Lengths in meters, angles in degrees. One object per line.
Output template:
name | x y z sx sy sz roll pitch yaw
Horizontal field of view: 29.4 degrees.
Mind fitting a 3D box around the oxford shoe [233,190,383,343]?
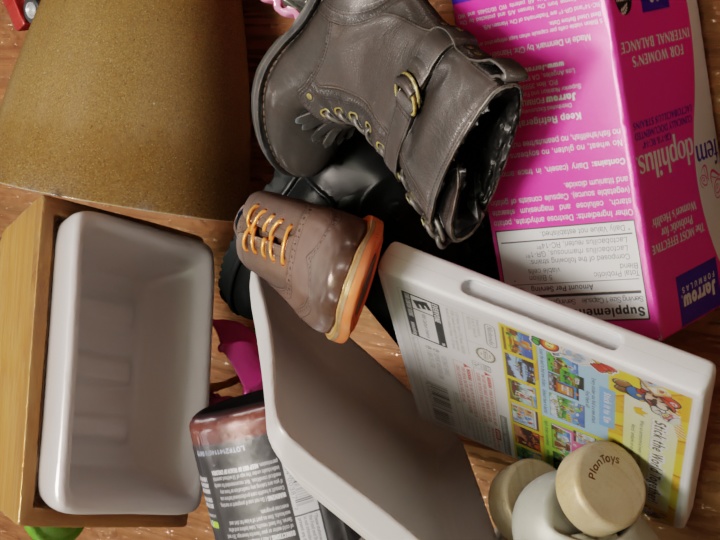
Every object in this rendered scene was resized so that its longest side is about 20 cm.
oxford shoe | -0.036 -0.007 0.775 0.200 0.072 0.072 -159 88 -78

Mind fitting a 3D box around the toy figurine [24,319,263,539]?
toy figurine | -0.141 0.106 1.006 0.182 0.202 0.150 -5 145 29

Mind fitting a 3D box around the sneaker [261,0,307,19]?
sneaker | -0.046 -0.242 0.880 0.095 0.079 0.201 -41 77 28

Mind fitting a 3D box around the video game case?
video game case | 0.105 0.069 0.771 0.180 0.023 0.201 22 156 20

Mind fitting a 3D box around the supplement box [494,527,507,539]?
supplement box | 0.084 0.277 0.884 0.125 0.073 0.201 36 117 7

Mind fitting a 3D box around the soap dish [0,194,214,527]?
soap dish | -0.171 0.065 0.901 0.080 0.157 0.203 -3 80 33

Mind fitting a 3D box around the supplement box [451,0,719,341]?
supplement box | 0.131 -0.069 0.756 0.102 0.101 0.203 -2 102 41

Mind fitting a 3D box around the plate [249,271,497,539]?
plate | 0.004 0.104 0.810 0.032 0.201 0.199 -42 114 13

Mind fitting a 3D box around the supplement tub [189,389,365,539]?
supplement tub | -0.041 0.180 0.903 0.106 0.106 0.203 -12 93 41

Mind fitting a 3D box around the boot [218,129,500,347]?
boot | 0.000 0.000 0.908 0.162 0.073 0.199 45 123 21

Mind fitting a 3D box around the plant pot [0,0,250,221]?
plant pot | -0.150 -0.148 0.939 0.185 0.185 0.203 13 95 36

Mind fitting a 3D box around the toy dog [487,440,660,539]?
toy dog | 0.143 0.187 0.761 0.199 0.096 0.133 38 148 15

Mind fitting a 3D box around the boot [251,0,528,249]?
boot | 0.012 -0.079 0.762 0.175 0.068 0.201 59 146 32

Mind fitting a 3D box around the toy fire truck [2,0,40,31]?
toy fire truck | -0.249 -0.265 1.052 0.199 0.048 0.143 -29 84 41
